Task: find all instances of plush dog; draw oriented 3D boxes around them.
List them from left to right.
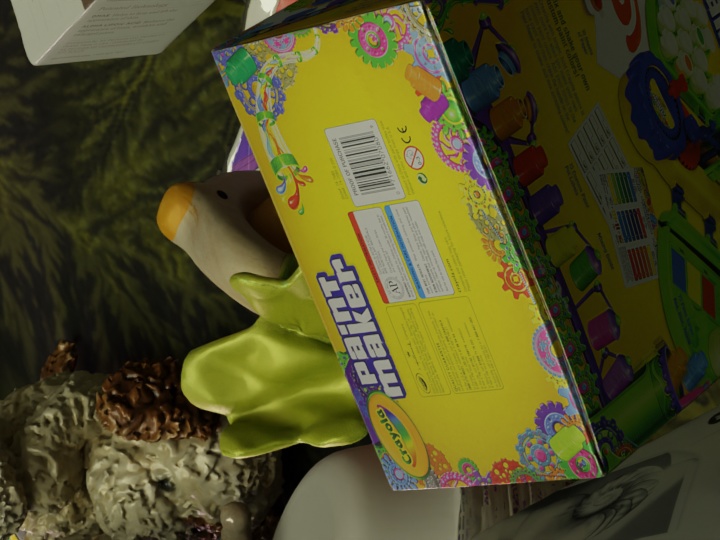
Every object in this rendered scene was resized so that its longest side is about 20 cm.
[{"bbox_3d":[-0.119,0.106,1.478,0.171,0.161,0.200,-5,141,30],"label":"plush dog"}]

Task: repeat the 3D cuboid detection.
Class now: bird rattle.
[{"bbox_3d":[0.000,0.000,1.235,0.163,0.200,0.113,40,125,30],"label":"bird rattle"}]

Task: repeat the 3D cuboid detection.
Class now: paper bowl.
[{"bbox_3d":[0.016,0.163,1.303,0.104,0.201,0.201,14,140,-18],"label":"paper bowl"}]

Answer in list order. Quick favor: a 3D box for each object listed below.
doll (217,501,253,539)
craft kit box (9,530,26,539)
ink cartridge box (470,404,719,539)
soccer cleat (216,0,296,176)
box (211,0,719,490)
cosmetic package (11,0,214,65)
[{"bbox_3d":[-0.069,0.185,1.396,0.048,0.200,0.137,-2,75,6],"label":"doll"},{"bbox_3d":[-0.249,0.173,1.690,0.200,0.048,0.198,-29,96,49],"label":"craft kit box"},{"bbox_3d":[0.092,0.134,1.097,0.200,0.200,0.041,-31,102,6],"label":"ink cartridge box"},{"bbox_3d":[-0.021,-0.061,1.309,0.073,0.068,0.201,27,129,24],"label":"soccer cleat"},{"bbox_3d":[0.075,-0.044,1.129,0.122,0.192,0.201,-8,108,45],"label":"box"},{"bbox_3d":[-0.093,-0.188,1.262,0.200,0.081,0.113,-40,66,49],"label":"cosmetic package"}]
